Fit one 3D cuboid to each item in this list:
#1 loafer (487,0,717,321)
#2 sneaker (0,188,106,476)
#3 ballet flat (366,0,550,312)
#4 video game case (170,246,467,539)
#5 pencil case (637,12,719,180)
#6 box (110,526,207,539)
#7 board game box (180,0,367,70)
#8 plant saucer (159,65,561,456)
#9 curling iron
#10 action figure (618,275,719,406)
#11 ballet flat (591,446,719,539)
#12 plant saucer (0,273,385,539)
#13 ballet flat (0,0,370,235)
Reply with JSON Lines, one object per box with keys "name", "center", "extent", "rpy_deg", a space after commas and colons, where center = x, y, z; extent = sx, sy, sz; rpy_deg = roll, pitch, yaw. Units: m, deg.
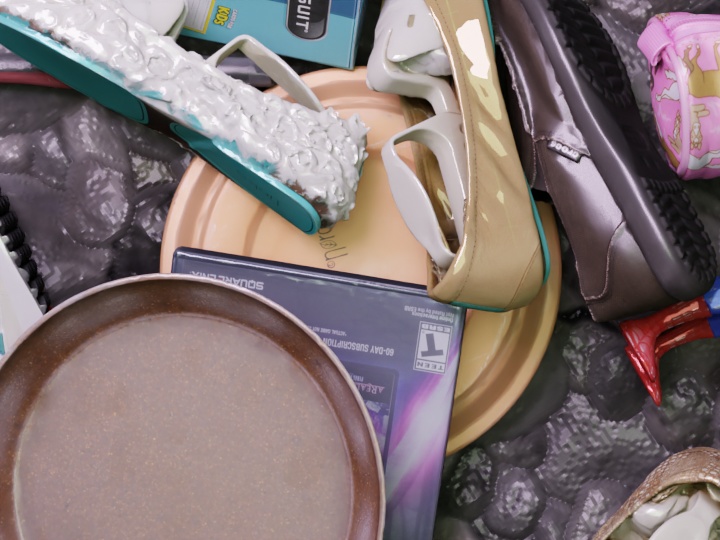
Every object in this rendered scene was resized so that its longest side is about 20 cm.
{"name": "loafer", "center": [0.094, -0.063, 1.047], "extent": [0.071, 0.073, 0.201], "rpy_deg": [-34, 64, 24]}
{"name": "sneaker", "center": [-0.191, 0.030, 1.058], "extent": [0.093, 0.070, 0.201], "rpy_deg": [-27, 97, -1]}
{"name": "ballet flat", "center": [0.036, -0.077, 1.031], "extent": [0.062, 0.069, 0.202], "rpy_deg": [-6, 69, -26]}
{"name": "video game case", "center": [-0.032, 0.098, 1.061], "extent": [0.141, 0.019, 0.202], "rpy_deg": [9, 100, 5]}
{"name": "pencil case", "center": [0.234, -0.096, 1.057], "extent": [0.198, 0.083, 0.087], "rpy_deg": [-11, 89, 1]}
{"name": "box", "center": [-0.028, 0.202, 1.048], "extent": [0.198, 0.036, 0.146], "rpy_deg": [8, 102, 10]}
{"name": "board game box", "center": [-0.090, -0.173, 1.029], "extent": [0.198, 0.151, 0.047], "rpy_deg": [11, 60, 1]}
{"name": "plant saucer", "center": [0.000, 0.000, 1.082], "extent": [0.198, 0.032, 0.203], "rpy_deg": [0, 87, 1]}
{"name": "curling iron", "center": [-0.140, -0.089, 1.089], "extent": [0.198, 0.026, 0.050], "rpy_deg": [-6, 91, 1]}
{"name": "action figure", "center": [0.224, 0.004, 1.063], "extent": [0.199, 0.066, 0.052], "rpy_deg": [-29, 62, 1]}
{"name": "ballet flat", "center": [0.115, 0.165, 1.057], "extent": [0.070, 0.065, 0.201], "rpy_deg": [37, 89, 4]}
{"name": "plant saucer", "center": [-0.084, 0.102, 1.010], "extent": [0.198, 0.034, 0.203], "rpy_deg": [0, 92, 8]}
{"name": "ballet flat", "center": [-0.082, -0.090, 1.045], "extent": [0.199, 0.072, 0.072], "rpy_deg": [32, 89, -2]}
